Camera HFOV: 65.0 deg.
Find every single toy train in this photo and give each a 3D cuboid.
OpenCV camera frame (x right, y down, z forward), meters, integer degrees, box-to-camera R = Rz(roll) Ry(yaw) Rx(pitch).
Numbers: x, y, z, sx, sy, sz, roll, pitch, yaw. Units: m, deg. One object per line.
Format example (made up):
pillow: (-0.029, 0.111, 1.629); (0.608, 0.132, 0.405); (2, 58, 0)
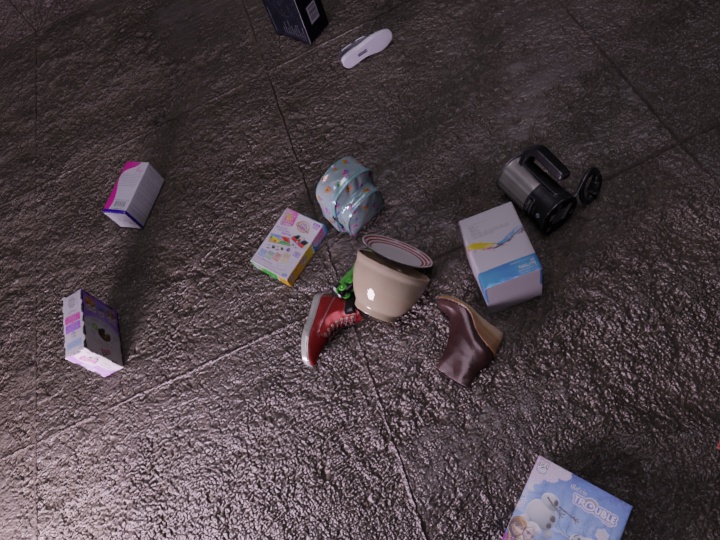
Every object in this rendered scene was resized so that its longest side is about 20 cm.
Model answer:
toy train: (0.000, 0.000, 1.535); (0.200, 0.042, 0.056); (-44, 40, -23)

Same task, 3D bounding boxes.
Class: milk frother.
milk frother: (0.499, -0.228, 1.479); (0.197, 0.182, 0.189); (-8, 48, -38)

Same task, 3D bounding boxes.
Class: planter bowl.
planter bowl: (0.062, 0.047, 1.441); (0.198, 0.199, 0.137); (27, 100, 28)

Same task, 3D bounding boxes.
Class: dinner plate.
dinner plate: (0.095, -0.045, 1.484); (0.198, 0.199, 0.025); (28, 110, 27)

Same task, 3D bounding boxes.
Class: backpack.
backpack: (-0.030, -0.210, 1.584); (0.175, 0.201, 0.153); (-43, 59, -9)

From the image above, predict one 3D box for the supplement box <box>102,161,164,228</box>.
supplement box: (-0.761, -0.255, 1.903); (0.099, 0.104, 0.204); (6, 66, 21)

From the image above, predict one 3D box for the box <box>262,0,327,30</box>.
box: (-0.244, -0.963, 2.052); (0.194, 0.201, 0.125); (29, 72, 28)

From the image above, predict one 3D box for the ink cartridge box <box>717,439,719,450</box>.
ink cartridge box: (0.839, 0.324, 1.110); (0.197, 0.050, 0.164); (25, 73, 24)

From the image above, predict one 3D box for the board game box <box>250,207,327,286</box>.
board game box: (-0.210, -0.072, 1.663); (0.151, 0.040, 0.202); (26, 73, 28)

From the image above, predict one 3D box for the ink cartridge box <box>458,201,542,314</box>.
ink cartridge box: (0.345, -0.031, 1.400); (0.143, 0.147, 0.203); (-20, 59, 7)

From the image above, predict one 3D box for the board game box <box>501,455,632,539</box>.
board game box: (0.415, 0.520, 1.147); (0.197, 0.044, 0.201); (23, 71, 27)

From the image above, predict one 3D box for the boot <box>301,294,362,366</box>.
boot: (-0.071, 0.158, 1.482); (0.141, 0.073, 0.204); (4, 61, 18)

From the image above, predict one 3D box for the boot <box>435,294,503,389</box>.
boot: (0.230, 0.169, 1.374); (0.199, 0.073, 0.167); (35, 76, 26)

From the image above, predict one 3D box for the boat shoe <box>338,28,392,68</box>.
boat shoe: (0.015, -0.779, 1.952); (0.198, 0.072, 0.069); (-31, 59, 8)

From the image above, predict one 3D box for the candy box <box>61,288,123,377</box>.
candy box: (-0.775, 0.183, 1.636); (0.070, 0.168, 0.203); (-24, 58, 3)
